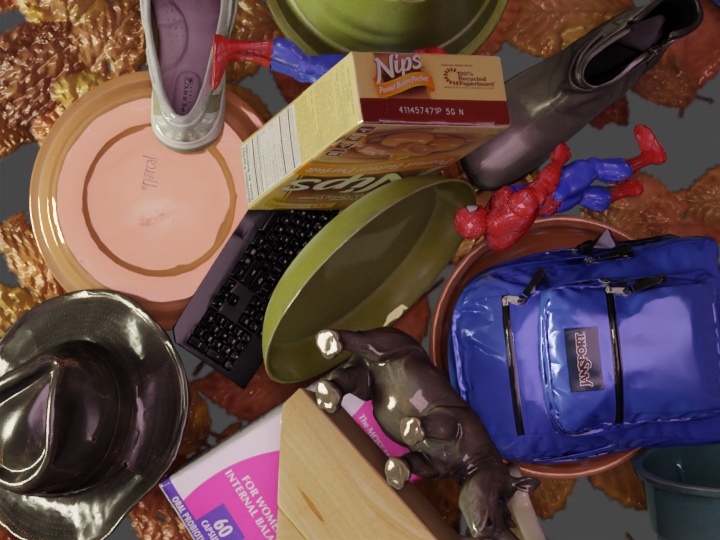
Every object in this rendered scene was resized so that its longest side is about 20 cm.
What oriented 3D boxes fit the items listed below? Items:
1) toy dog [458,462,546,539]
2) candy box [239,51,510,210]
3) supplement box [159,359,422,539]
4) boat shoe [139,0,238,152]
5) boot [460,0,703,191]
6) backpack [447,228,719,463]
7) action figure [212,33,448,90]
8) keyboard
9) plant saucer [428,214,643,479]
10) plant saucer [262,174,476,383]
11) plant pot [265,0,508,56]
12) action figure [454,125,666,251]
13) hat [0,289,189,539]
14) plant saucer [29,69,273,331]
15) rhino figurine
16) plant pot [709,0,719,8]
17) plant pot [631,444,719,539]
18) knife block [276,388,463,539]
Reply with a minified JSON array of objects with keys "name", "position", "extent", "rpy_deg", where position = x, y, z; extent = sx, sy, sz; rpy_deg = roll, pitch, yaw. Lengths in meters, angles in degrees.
[{"name":"toy dog","position":[0.049,0.256,1.434],"extent":[0.200,0.140,0.194],"rpy_deg":[-16,134,-2]},{"name":"candy box","position":[0.006,-0.095,1.357],"extent":[0.115,0.200,0.055],"rpy_deg":[0,75,-26]},{"name":"supplement box","position":[-0.037,0.144,1.437],"extent":[0.200,0.103,0.101],"rpy_deg":[-33,89,-3]},{"name":"boat shoe","position":[-0.129,-0.191,1.440],"extent":[0.074,0.065,0.202],"rpy_deg":[2,73,-2]},{"name":"boot","position":[0.157,-0.139,1.428],"extent":[0.200,0.131,0.068],"rpy_deg":[-39,90,-2]},{"name":"backpack","position":[0.161,0.053,1.376],"extent":[0.200,0.168,0.163],"rpy_deg":[-6,85,5]},{"name":"action figure","position":[-0.006,-0.140,1.387],"extent":[0.200,0.065,0.052],"rpy_deg":[1,81,-5]},{"name":"keyboard","position":[-0.047,-0.005,1.450],"extent":[0.104,0.040,0.200],"rpy_deg":[35,82,-21]},{"name":"plant saucer","position":[0.151,0.058,1.475],"extent":[0.200,0.037,0.200],"rpy_deg":[0,89,-1]},{"name":"plant saucer","position":[0.000,0.000,1.390],"extent":[0.200,0.200,0.031],"rpy_deg":[-43,69,-1]},{"name":"plant pot","position":[0.023,-0.243,1.397],"extent":[0.200,0.190,0.200],"rpy_deg":[0,89,-2]},{"name":"action figure","position":[0.140,-0.058,1.409],"extent":[0.200,0.065,0.052],"rpy_deg":[-24,70,-42]},{"name":"hat","position":[-0.229,0.104,1.408],"extent":[0.200,0.081,0.201],"rpy_deg":[-5,78,26]},{"name":"plant saucer","position":[-0.152,-0.054,1.469],"extent":[0.200,0.032,0.201],"rpy_deg":[0,89,-2]},{"name":"rhino figurine","position":[0.052,0.114,1.316],"extent":[0.200,0.087,0.060],"rpy_deg":[48,121,21]},{"name":"plant pot","position":[0.303,-0.290,1.396],"extent":[0.180,0.200,0.200],"rpy_deg":[18,81,4]},{"name":"plant pot","position":[0.306,0.229,1.410],"extent":[0.200,0.200,0.196],"rpy_deg":[-6,97,-2]},{"name":"knife block","position":[0.032,0.182,1.314],"extent":[0.175,0.064,0.200],"rpy_deg":[-2,79,20]}]
